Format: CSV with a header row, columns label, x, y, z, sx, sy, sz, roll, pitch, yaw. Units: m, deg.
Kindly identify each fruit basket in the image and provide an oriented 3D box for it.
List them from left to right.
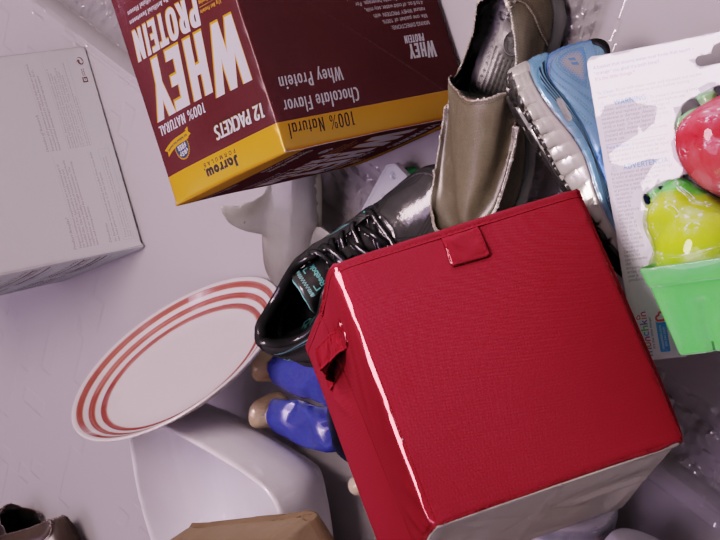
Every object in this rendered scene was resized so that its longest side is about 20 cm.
label,x,y,z,sx,sy,sz,roll,pitch,yaw
fruit basket,0.245,-0.051,1.276,0.185,0.094,0.200,-10,86,26

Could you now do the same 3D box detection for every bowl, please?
label,x,y,z,sx,sy,sz,roll,pitch,yaw
bowl,-0.094,0.203,1.681,0.200,0.075,0.200,25,135,38

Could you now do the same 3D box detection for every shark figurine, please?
label,x,y,z,sx,sy,sz,roll,pitch,yaw
shark figurine,-0.072,-0.076,1.583,0.128,0.089,0.215,-150,52,-62

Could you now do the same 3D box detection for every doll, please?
label,x,y,z,sx,sy,sz,roll,pitch,yaw
doll,-0.004,0.104,1.570,0.200,0.048,0.137,13,104,43

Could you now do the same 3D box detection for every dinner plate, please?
label,x,y,z,sx,sy,sz,roll,pitch,yaw
dinner plate,-0.147,0.077,1.661,0.200,0.200,0.024,-5,125,46

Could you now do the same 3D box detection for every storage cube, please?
label,x,y,z,sx,sy,sz,roll,pitch,yaw
storage cube,0.083,0.079,1.327,0.171,0.200,0.180,109,143,-68

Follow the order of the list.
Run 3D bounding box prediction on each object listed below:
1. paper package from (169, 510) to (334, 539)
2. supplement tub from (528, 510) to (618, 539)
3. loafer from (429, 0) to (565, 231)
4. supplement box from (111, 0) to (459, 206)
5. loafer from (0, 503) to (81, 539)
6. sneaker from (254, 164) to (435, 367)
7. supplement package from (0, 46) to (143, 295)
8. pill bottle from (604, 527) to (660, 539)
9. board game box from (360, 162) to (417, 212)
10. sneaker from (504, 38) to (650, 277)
label,x,y,z,sx,sy,sz,roll,pitch,yaw
paper package,-0.067,0.295,1.573,0.190,0.103,0.200,-15,107,53
supplement tub,0.103,0.231,1.481,0.122,0.122,0.200,37,125,33
loafer,0.083,-0.109,1.418,0.075,0.070,0.200,15,94,38
supplement box,-0.055,-0.174,1.481,0.133,0.197,0.200,-21,86,46
loafer,-0.337,0.260,1.978,0.200,0.073,0.072,-3,93,37
sneaker,0.000,0.000,1.499,0.200,0.079,0.075,-48,63,20
supplement package,-0.333,-0.077,1.786,0.147,0.200,0.192,-20,85,46
pill bottle,0.164,0.286,1.397,0.112,0.112,0.200,41,105,30
board game box,0.051,0.052,1.556,0.200,0.026,0.200,49,130,26
sneaker,0.180,-0.066,1.353,0.200,0.090,0.078,58,179,-8
